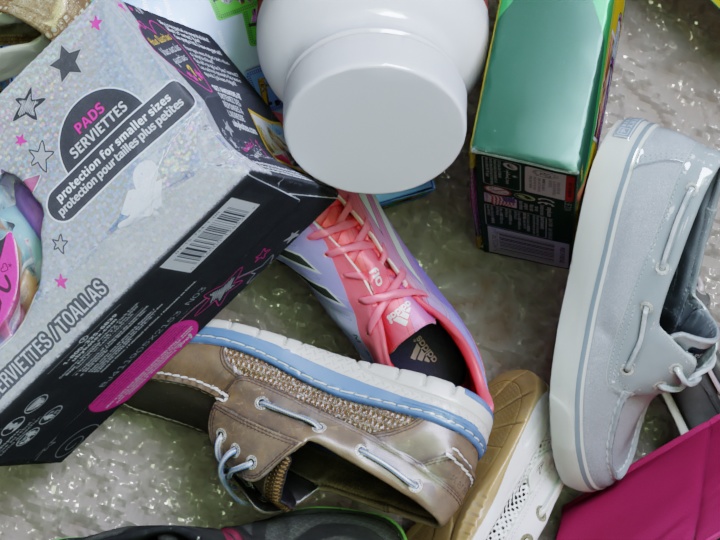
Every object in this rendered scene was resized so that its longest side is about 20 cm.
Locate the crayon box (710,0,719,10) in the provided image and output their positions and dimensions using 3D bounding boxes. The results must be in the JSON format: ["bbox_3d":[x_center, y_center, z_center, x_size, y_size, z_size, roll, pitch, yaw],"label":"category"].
[{"bbox_3d":[0.255,-0.164,1.221,0.200,0.119,0.058,40,29,-22],"label":"crayon box"}]

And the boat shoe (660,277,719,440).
[{"bbox_3d":[0.179,0.045,1.212,0.057,0.067,0.201,-22,101,9],"label":"boat shoe"}]

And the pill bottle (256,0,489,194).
[{"bbox_3d":[0.006,-0.139,1.107,0.111,0.113,0.201,10,48,-12],"label":"pill bottle"}]

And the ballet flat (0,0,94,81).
[{"bbox_3d":[-0.205,-0.117,1.099,0.070,0.199,0.066,28,62,-51],"label":"ballet flat"}]

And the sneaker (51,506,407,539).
[{"bbox_3d":[-0.071,0.158,1.126,0.198,0.084,0.077,-8,86,-7],"label":"sneaker"}]

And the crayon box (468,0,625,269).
[{"bbox_3d":[0.099,-0.110,1.155,0.058,0.200,0.174,12,79,7],"label":"crayon box"}]

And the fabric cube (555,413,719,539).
[{"bbox_3d":[0.213,0.177,1.102,0.199,0.199,0.197,-33,96,16],"label":"fabric cube"}]

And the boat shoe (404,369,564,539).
[{"bbox_3d":[0.058,0.152,1.176,0.069,0.071,0.201,37,78,-28],"label":"boat shoe"}]

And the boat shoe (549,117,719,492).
[{"bbox_3d":[0.140,0.027,1.133,0.071,0.070,0.202,17,118,23],"label":"boat shoe"}]

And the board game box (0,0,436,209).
[{"bbox_3d":[-0.077,-0.084,1.193,0.198,0.037,0.153,-17,86,-17],"label":"board game box"}]

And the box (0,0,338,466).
[{"bbox_3d":[-0.133,-0.015,1.073,0.200,0.132,0.115,-44,75,11],"label":"box"}]

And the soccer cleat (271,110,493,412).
[{"bbox_3d":[0.000,0.000,1.154,0.067,0.076,0.200,-40,112,-8],"label":"soccer cleat"}]

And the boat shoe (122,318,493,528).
[{"bbox_3d":[-0.039,0.077,1.126,0.198,0.072,0.073,9,61,17],"label":"boat shoe"}]
